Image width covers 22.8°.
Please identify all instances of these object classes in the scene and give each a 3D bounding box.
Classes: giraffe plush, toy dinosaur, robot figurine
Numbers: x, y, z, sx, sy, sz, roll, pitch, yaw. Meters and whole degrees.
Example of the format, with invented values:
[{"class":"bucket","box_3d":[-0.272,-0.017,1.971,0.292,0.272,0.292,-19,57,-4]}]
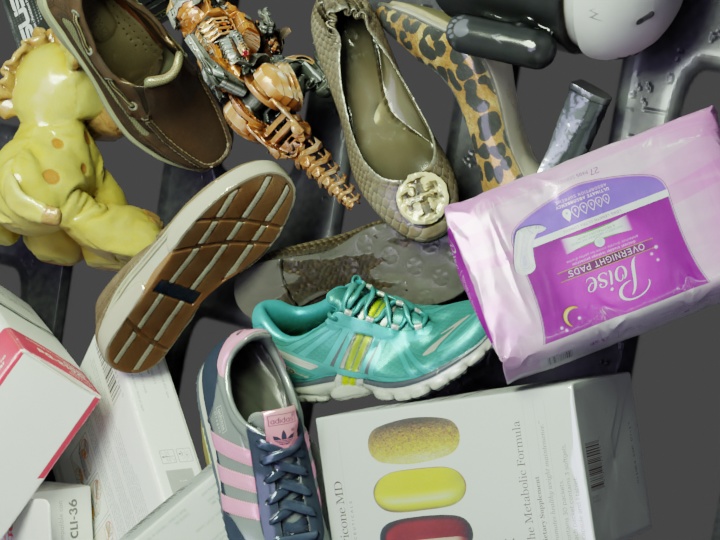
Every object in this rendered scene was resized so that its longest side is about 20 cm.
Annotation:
[{"class":"giraffe plush","box_3d":[-0.233,-0.101,1.382,0.171,0.200,0.164,6,78,31]},{"class":"toy dinosaur","box_3d":[-0.068,-0.124,1.305,0.102,0.135,0.202,-22,80,27]},{"class":"robot figurine","box_3d":[0.124,-0.214,1.204,0.199,0.124,0.152,20,104,28]}]

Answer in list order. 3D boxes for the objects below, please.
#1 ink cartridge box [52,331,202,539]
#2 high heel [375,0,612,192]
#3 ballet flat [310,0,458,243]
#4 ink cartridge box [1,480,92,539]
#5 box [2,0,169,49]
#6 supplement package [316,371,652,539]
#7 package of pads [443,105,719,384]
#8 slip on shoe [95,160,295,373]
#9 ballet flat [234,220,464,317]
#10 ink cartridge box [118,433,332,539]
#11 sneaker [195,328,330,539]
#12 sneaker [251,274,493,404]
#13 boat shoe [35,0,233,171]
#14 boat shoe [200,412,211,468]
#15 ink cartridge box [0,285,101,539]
[{"class":"ink cartridge box","box_3d":[-0.183,0.165,1.399,0.177,0.044,0.201,-56,46,45]},{"class":"high heel","box_3d":[0.069,-0.099,1.270,0.199,0.071,0.144,32,111,26]},{"class":"ballet flat","box_3d":[0.015,-0.114,1.264,0.067,0.046,0.202,-19,76,-7]},{"class":"ink cartridge box","box_3d":[-0.269,0.230,1.428,0.199,0.067,0.118,-4,90,52]},{"class":"box","box_3d":[-0.217,-0.279,1.438,0.192,0.047,0.202,-24,79,26]},{"class":"supplement package","box_3d":[0.084,0.141,1.239,0.198,0.109,0.115,-11,86,29]},{"class":"package of pads","box_3d":[0.163,-0.015,1.173,0.198,0.076,0.121,-21,75,1]},{"class":"slip on shoe","box_3d":[-0.128,-0.012,1.324,0.200,0.076,0.061,-51,41,20]},{"class":"ballet flat","box_3d":[0.000,0.000,1.318,0.198,0.046,0.068,-12,96,26]},{"class":"ink cartridge box","box_3d":[-0.058,0.228,1.287,0.201,0.160,0.047,56,149,-6]},{"class":"sneaker","box_3d":[-0.062,0.135,1.230,0.201,0.070,0.082,68,152,18]},{"class":"sneaker","box_3d":[0.009,0.045,1.256,0.198,0.078,0.080,-9,117,27]},{"class":"boat shoe","box_3d":[-0.156,-0.141,1.300,0.075,0.202,0.075,-52,35,-11]},{"class":"boat shoe","box_3d":[-0.075,0.172,1.354,0.063,0.073,0.203,-10,79,34]},{"class":"ink cartridge box","box_3d":[-0.302,0.100,1.404,0.145,0.084,0.200,-54,33,1]}]
